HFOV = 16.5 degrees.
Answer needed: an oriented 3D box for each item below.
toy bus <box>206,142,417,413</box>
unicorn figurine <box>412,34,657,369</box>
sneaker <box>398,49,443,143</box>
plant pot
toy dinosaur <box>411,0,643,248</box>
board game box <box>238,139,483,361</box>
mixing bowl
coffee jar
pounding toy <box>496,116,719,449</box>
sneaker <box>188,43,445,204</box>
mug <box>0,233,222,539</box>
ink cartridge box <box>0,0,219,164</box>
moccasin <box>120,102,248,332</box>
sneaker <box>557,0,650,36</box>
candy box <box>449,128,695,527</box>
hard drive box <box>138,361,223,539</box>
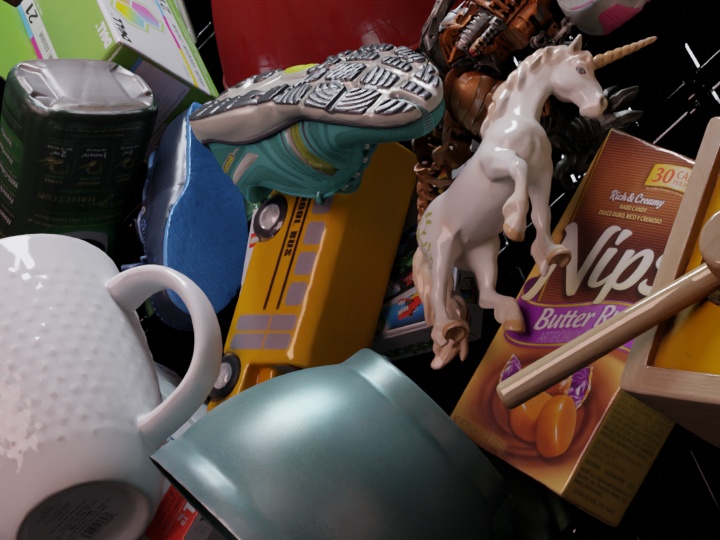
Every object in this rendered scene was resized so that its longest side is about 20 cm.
[{"bbox_3d":[-0.029,0.013,1.535,0.078,0.065,0.201,-3,65,45],"label":"toy bus"},{"bbox_3d":[0.085,-0.044,1.412,0.200,0.074,0.138,-39,39,29],"label":"unicorn figurine"},{"bbox_3d":[-0.005,-0.122,1.628,0.199,0.083,0.071,18,115,51],"label":"sneaker"},{"bbox_3d":[-0.002,0.130,1.401,0.134,0.200,0.200,-44,38,-8],"label":"plant pot"},{"bbox_3d":[0.078,-0.109,1.484,0.200,0.135,0.102,-54,42,23],"label":"toy dinosaur"},{"bbox_3d":[0.000,0.000,1.591,0.200,0.035,0.127,-15,57,42],"label":"board game box"},{"bbox_3d":[-0.022,-0.208,1.621,0.200,0.109,0.200,-22,26,11],"label":"mixing bowl"},{"bbox_3d":[-0.214,-0.046,1.752,0.085,0.104,0.200,50,132,45],"label":"coffee jar"},{"bbox_3d":[0.208,0.017,1.262,0.200,0.142,0.185,6,71,49],"label":"pounding toy"},{"bbox_3d":[-0.017,-0.083,1.476,0.077,0.080,0.200,-40,21,-34],"label":"sneaker"},{"bbox_3d":[-0.173,0.076,1.532,0.200,0.148,0.176,-34,51,12],"label":"mug"},{"bbox_3d":[-0.214,-0.179,1.809,0.076,0.200,0.148,-46,40,17],"label":"ink cartridge box"},{"bbox_3d":[-0.119,-0.027,1.722,0.068,0.080,0.200,-38,29,33],"label":"moccasin"},{"bbox_3d":[0.130,-0.230,1.550,0.081,0.088,0.200,-37,44,27],"label":"sneaker"},{"bbox_3d":[0.143,0.029,1.399,0.117,0.056,0.200,27,86,53],"label":"candy box"},{"bbox_3d":[-0.140,0.156,1.616,0.200,0.077,0.156,33,93,52],"label":"hard drive box"}]
